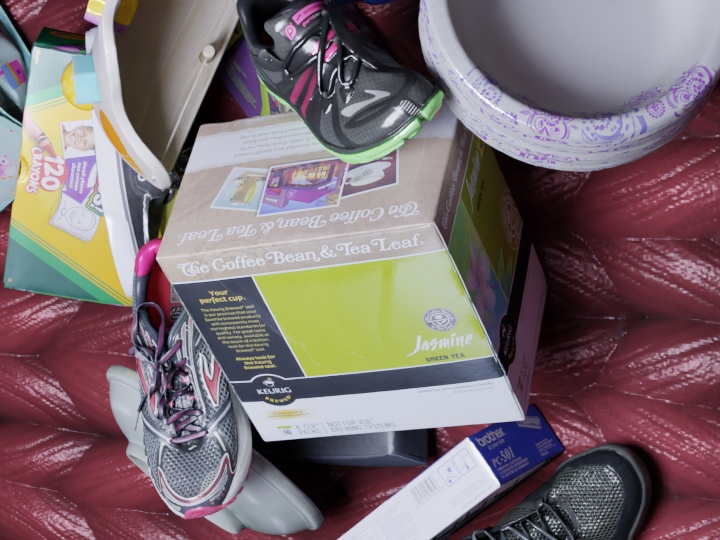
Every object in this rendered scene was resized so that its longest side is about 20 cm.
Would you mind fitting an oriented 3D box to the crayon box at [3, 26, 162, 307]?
[{"bbox_3d":[-0.203,-0.078,1.708,0.118,0.058,0.201,9,110,-3],"label":"crayon box"}]

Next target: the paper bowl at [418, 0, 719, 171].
[{"bbox_3d":[0.137,-0.161,1.417,0.200,0.104,0.201,0,74,-1],"label":"paper bowl"}]

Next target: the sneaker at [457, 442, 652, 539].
[{"bbox_3d":[0.117,0.198,1.554,0.199,0.114,0.076,-39,81,33],"label":"sneaker"}]

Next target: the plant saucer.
[{"bbox_3d":[-0.121,0.149,1.666,0.200,0.200,0.050,31,77,25],"label":"plant saucer"}]

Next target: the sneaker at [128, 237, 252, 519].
[{"bbox_3d":[-0.130,0.075,1.545,0.080,0.075,0.201,-15,71,12],"label":"sneaker"}]

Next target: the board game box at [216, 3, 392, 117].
[{"bbox_3d":[-0.049,-0.160,1.631,0.120,0.032,0.200,-44,76,37],"label":"board game box"}]

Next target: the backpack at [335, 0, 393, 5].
[{"bbox_3d":[0.001,-0.277,1.483,0.167,0.162,0.201,12,107,29],"label":"backpack"}]

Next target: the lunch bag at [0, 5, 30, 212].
[{"bbox_3d":[-0.344,-0.131,1.792,0.170,0.122,0.200,-37,90,33],"label":"lunch bag"}]

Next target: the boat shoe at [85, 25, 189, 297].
[{"bbox_3d":[-0.158,-0.083,1.620,0.066,0.070,0.201,-7,84,0],"label":"boat shoe"}]

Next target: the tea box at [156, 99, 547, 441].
[{"bbox_3d":[0.000,0.000,1.497,0.199,0.134,0.197,-6,135,21],"label":"tea box"}]

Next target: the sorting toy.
[{"bbox_3d":[-0.143,-0.179,1.509,0.107,0.180,0.201,23,82,2],"label":"sorting toy"}]

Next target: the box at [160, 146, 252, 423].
[{"bbox_3d":[-0.098,0.012,1.639,0.050,0.075,0.201,-28,64,28],"label":"box"}]

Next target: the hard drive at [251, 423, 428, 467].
[{"bbox_3d":[-0.041,0.081,1.672,0.199,0.042,0.135,3,96,35],"label":"hard drive"}]

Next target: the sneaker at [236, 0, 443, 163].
[{"bbox_3d":[-0.023,-0.131,1.427,0.200,0.077,0.084,32,163,47],"label":"sneaker"}]

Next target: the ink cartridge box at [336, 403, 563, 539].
[{"bbox_3d":[0.049,0.175,1.606,0.200,0.094,0.044,-41,78,34],"label":"ink cartridge box"}]
